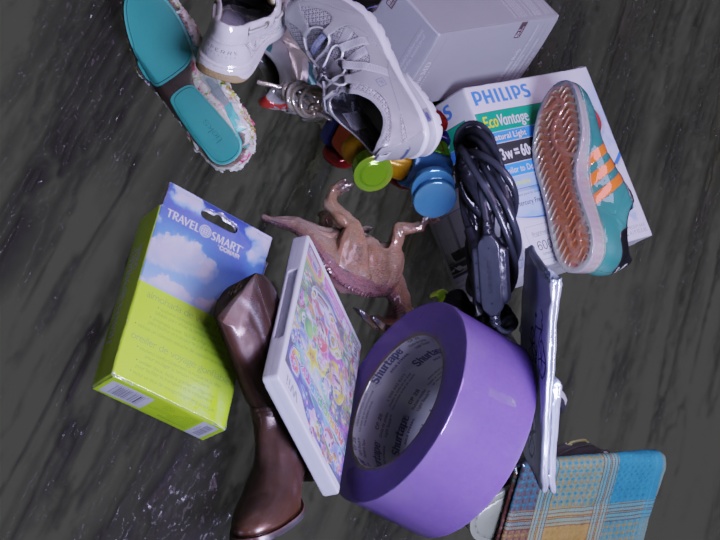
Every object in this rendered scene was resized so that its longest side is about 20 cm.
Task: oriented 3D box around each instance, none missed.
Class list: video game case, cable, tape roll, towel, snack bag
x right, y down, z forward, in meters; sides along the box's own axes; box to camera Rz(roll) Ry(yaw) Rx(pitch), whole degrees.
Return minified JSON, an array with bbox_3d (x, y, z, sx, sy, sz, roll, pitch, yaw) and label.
[{"bbox_3d":[-0.040,0.082,1.470,0.200,0.018,0.143,-80,152,-52],"label":"video game case"},{"bbox_3d":[0.120,-0.046,1.545,0.051,0.163,0.201,-7,105,0],"label":"cable"},{"bbox_3d":[0.064,0.135,1.490,0.085,0.200,0.200,30,55,-25],"label":"tape roll"},{"bbox_3d":[0.214,0.248,1.624,0.200,0.022,0.147,2,109,-36],"label":"towel"},{"bbox_3d":[0.166,0.083,1.508,0.021,0.189,0.201,1,100,-1],"label":"snack bag"}]

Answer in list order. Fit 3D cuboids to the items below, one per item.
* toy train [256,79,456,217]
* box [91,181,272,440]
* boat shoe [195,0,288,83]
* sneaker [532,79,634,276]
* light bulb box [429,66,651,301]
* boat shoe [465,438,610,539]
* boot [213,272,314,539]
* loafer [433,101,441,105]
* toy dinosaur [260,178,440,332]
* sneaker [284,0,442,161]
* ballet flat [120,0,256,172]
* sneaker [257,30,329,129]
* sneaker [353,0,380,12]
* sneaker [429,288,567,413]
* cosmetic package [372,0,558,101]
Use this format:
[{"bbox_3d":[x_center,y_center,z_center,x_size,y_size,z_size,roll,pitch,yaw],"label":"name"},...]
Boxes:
[{"bbox_3d":[-0.003,-0.117,1.547,0.199,0.085,0.116,17,29,-22],"label":"toy train"},{"bbox_3d":[-0.157,0.036,1.462,0.122,0.048,0.200,29,56,-26],"label":"box"},{"bbox_3d":[-0.101,-0.252,1.537,0.071,0.069,0.200,16,37,-2],"label":"boat shoe"},{"bbox_3d":[0.228,-0.090,1.642,0.080,0.071,0.201,6,73,-41],"label":"sneaker"},{"bbox_3d":[0.172,-0.093,1.723,0.198,0.125,0.201,-15,82,-40],"label":"light bulb box"},{"bbox_3d":[0.174,0.219,1.635,0.201,0.061,0.072,-12,121,-34],"label":"boat shoe"},{"bbox_3d":[-0.093,0.112,1.406,0.186,0.064,0.201,-59,137,-65],"label":"boot"},{"bbox_3d":[0.063,-0.197,1.738,0.200,0.063,0.072,-18,61,-45],"label":"loafer"},{"bbox_3d":[0.000,0.000,1.574,0.200,0.086,0.136,23,58,-29],"label":"toy dinosaur"},{"bbox_3d":[-0.010,-0.181,1.500,0.082,0.075,0.200,-22,64,-42],"label":"sneaker"},{"bbox_3d":[-0.162,-0.184,1.553,0.200,0.075,0.064,62,17,-4],"label":"ballet flat"},{"bbox_3d":[-0.052,-0.170,1.631,0.093,0.070,0.200,-40,98,-26],"label":"sneaker"},{"bbox_3d":[0.063,-0.289,1.761,0.200,0.070,0.078,-29,96,-41],"label":"sneaker"},{"bbox_3d":[0.143,0.080,1.646,0.200,0.072,0.083,37,49,-35],"label":"sneaker"},{"bbox_3d":[0.096,-0.238,1.668,0.200,0.107,0.090,-20,62,-44],"label":"cosmetic package"}]
